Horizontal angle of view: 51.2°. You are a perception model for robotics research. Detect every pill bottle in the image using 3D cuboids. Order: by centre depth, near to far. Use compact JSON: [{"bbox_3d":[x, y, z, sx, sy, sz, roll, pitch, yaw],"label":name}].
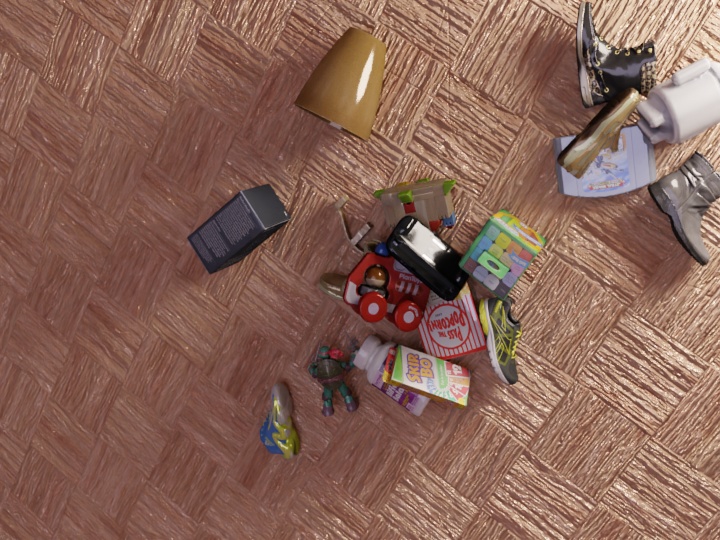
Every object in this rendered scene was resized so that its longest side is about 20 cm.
[{"bbox_3d":[0.084,0.239,1.757,0.197,0.112,0.114,33,111,11],"label":"pill bottle"}]

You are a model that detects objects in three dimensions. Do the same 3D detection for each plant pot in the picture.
[{"bbox_3d":[-0.025,-0.414,1.636,0.183,0.186,0.204,27,98,13],"label":"plant pot"}]

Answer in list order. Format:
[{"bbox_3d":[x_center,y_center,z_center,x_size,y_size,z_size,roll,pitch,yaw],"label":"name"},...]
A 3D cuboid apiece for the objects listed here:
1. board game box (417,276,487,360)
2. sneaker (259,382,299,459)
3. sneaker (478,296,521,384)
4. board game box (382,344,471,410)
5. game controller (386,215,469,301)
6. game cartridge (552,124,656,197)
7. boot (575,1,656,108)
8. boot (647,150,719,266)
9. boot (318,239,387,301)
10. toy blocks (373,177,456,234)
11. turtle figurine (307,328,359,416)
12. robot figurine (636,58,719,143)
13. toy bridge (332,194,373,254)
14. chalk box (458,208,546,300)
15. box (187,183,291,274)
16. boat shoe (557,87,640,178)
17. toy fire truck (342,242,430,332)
[{"bbox_3d":[0.198,0.096,1.716,0.148,0.046,0.205,-17,95,24],"label":"board game box"},{"bbox_3d":[-0.224,0.389,1.929,0.102,0.076,0.206,-6,100,23],"label":"sneaker"},{"bbox_3d":[0.323,0.154,1.665,0.083,0.074,0.205,-17,95,23],"label":"sneaker"},{"bbox_3d":[0.150,0.237,1.689,0.195,0.097,0.030,18,141,0],"label":"board game box"},{"bbox_3d":[0.149,-0.028,1.628,0.199,0.105,0.042,40,151,-7],"label":"game controller"},{"bbox_3d":[0.500,-0.220,1.538,0.195,0.041,0.137,-6,95,22],"label":"game cartridge"},{"bbox_3d":[0.500,-0.430,1.471,0.147,0.073,0.206,-3,104,23],"label":"boot"},{"bbox_3d":[0.671,-0.120,1.478,0.130,0.070,0.202,-32,97,14],"label":"boot"},{"bbox_3d":[0.000,0.000,1.738,0.195,0.072,0.158,15,125,12],"label":"boot"},{"bbox_3d":[0.134,-0.122,1.680,0.195,0.100,0.140,-8,110,23],"label":"toy blocks"},{"bbox_3d":[-0.069,0.249,1.831,0.146,0.101,0.206,-6,105,22],"label":"turtle figurine"},{"bbox_3d":[0.622,-0.316,1.412,0.196,0.171,0.115,-24,50,3],"label":"robot figurine"},{"bbox_3d":[0.001,-0.085,1.765,0.201,0.027,0.067,48,114,5],"label":"toy bridge"},{"bbox_3d":[0.294,-0.033,1.568,0.124,0.200,0.125,37,112,9],"label":"chalk box"},{"bbox_3d":[-0.291,-0.102,1.810,0.198,0.148,0.108,-35,89,23],"label":"box"},{"bbox_3d":[0.484,-0.266,1.487,0.076,0.072,0.200,41,122,-4],"label":"boat shoe"},{"bbox_3d":[0.065,0.032,1.652,0.195,0.112,0.173,15,93,-13],"label":"toy fire truck"}]
